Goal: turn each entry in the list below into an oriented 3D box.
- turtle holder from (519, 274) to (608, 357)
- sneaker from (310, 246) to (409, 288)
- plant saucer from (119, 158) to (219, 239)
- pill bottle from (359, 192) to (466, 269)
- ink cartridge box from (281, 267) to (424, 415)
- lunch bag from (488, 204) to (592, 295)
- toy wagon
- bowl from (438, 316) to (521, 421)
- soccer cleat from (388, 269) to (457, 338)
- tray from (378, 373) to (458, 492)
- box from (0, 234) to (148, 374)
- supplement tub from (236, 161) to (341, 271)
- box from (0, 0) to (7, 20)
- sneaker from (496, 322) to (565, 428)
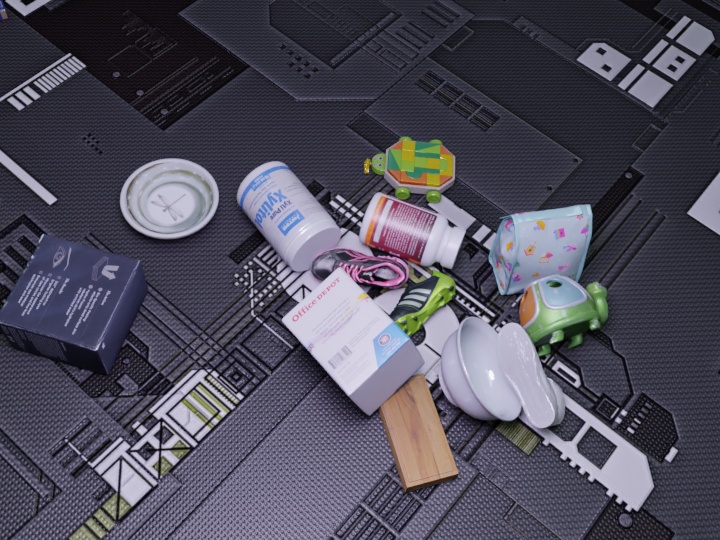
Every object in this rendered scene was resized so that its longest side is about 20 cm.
[{"bbox_3d":[0.395,0.074,1.639,0.185,0.141,0.132,-23,70,7],"label":"turtle holder"},{"bbox_3d":[0.000,0.000,1.674,0.199,0.095,0.079,3,99,-2],"label":"sneaker"},{"bbox_3d":[-0.392,-0.140,1.755,0.199,0.050,0.201,2,60,-4],"label":"plant saucer"},{"bbox_3d":[0.107,-0.076,1.728,0.199,0.113,0.113,20,59,7],"label":"pill bottle"},{"bbox_3d":[-0.012,0.129,1.541,0.147,0.146,0.200,-42,62,-5],"label":"ink cartridge box"},{"bbox_3d":[0.359,-0.054,1.684,0.170,0.200,0.122,-7,51,-8],"label":"lunch bag"},{"bbox_3d":[0.107,-0.226,1.861,0.199,0.040,0.156,6,59,-2],"label":"toy wagon"},{"bbox_3d":[0.207,0.195,1.566,0.201,0.090,0.201,36,38,-36],"label":"bowl"},{"bbox_3d":[0.101,0.072,1.675,0.200,0.068,0.081,-36,46,-20],"label":"soccer cleat"},{"bbox_3d":[0.099,0.294,1.551,0.098,0.037,0.200,-12,60,-12],"label":"tray"},{"bbox_3d":[-0.531,0.063,1.581,0.199,0.118,0.197,15,59,5],"label":"box"},{"bbox_3d":[-0.147,-0.111,1.715,0.132,0.132,0.200,-32,66,-22],"label":"supplement tub"},{"bbox_3d":[-0.949,-0.622,2.001,0.199,0.032,0.121,-18,62,-17],"label":"box"},{"bbox_3d":[0.319,0.199,1.587,0.074,0.116,0.201,-25,70,21],"label":"sneaker"}]
